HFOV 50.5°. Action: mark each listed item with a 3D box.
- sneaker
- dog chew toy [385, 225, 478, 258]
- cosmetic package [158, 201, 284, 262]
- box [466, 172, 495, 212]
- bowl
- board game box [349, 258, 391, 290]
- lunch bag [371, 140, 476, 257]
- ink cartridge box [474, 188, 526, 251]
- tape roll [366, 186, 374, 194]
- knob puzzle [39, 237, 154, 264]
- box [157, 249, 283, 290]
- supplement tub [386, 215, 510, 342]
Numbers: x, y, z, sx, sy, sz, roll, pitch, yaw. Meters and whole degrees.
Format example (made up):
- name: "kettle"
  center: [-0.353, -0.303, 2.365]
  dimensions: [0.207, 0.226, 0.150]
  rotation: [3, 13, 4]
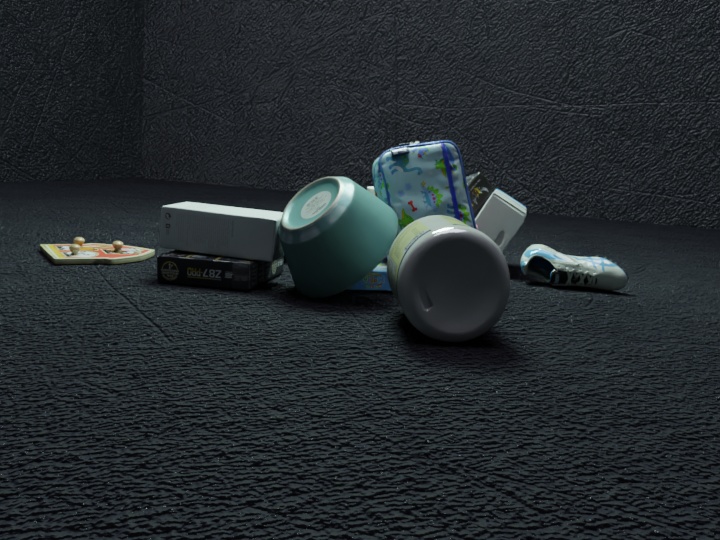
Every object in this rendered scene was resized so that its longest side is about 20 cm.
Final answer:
- name: "sneaker"
  center: [0.394, 0.006, 1.417]
  dimensions: [0.197, 0.073, 0.073]
  rotation: [14, 46, 21]
- name: "dog chew toy"
  center: [0.114, -0.077, 1.375]
  dimensions: [0.196, 0.127, 0.125]
  rotation: [5, 9, -1]
- name: "cosmetic package"
  center: [-0.219, -0.065, 1.256]
  dimensions: [0.196, 0.076, 0.102]
  rotation: [9, 11, 11]
- name: "box"
  center: [0.177, -0.106, 1.565]
  dimensions: [0.048, 0.200, 0.158]
  rotation: [42, -3, -5]
- name: "bowl"
  center: [-0.051, -0.068, 1.189]
  dimensions: [0.198, 0.105, 0.203]
  rotation: [-26, 35, 20]
- name: "board game box"
  center: [0.000, 0.000, 1.346]
  dimensions: [0.148, 0.037, 0.200]
  rotation: [2, 10, -13]
- name: "lunch bag"
  center: [0.109, -0.113, 1.283]
  dimensions: [0.158, 0.204, 0.082]
  rotation: [-8, -5, -14]
- name: "ink cartridge box"
  center: [0.271, -0.084, 1.571]
  dimensions: [0.084, 0.146, 0.200]
  rotation: [33, 13, 6]
- name: "tape roll"
  center: [0.109, -0.129, 1.863]
  dimensions: [0.198, 0.142, 0.203]
  rotation: [3, 10, -1]
- name: "knob puzzle"
  center: [-0.486, -0.042, 1.436]
  dimensions: [0.215, 0.031, 0.220]
  rotation: [4, 9, -1]
- name: "box"
  center: [-0.231, -0.012, 1.295]
  dimensions: [0.158, 0.050, 0.200]
  rotation: [3, 9, 9]
- name: "supplement tub"
  center: [0.110, 0.004, 1.023]
  dimensions: [0.142, 0.148, 0.200]
  rotation: [3, 9, -4]
